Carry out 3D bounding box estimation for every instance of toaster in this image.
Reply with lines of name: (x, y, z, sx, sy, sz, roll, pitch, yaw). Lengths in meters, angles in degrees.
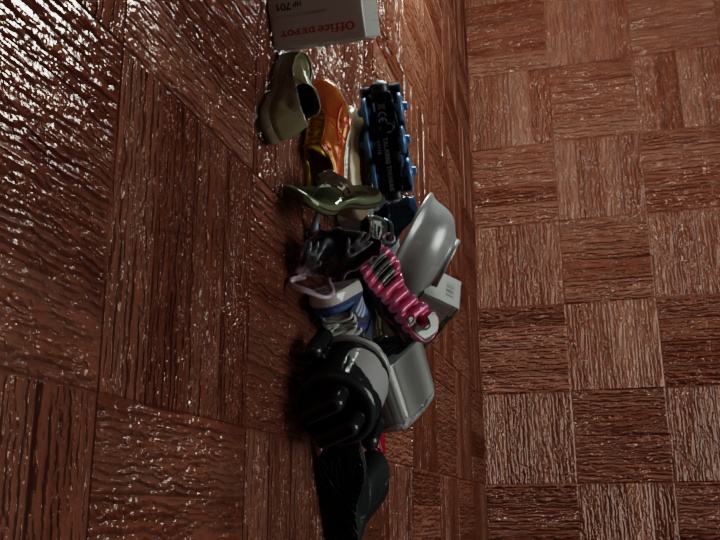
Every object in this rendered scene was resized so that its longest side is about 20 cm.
toaster: (0.049, 0.194, 1.497, 0.200, 0.113, 0.130, -36, 108, -58)

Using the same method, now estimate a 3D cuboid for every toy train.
toy train: (0.044, -0.215, 1.447, 0.114, 0.086, 0.201, -70, 152, -79)

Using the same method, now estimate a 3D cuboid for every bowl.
bowl: (0.119, -0.032, 1.561, 0.202, 0.090, 0.201, -62, 174, -11)

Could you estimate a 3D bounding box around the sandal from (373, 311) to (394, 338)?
sandal: (0.043, 0.115, 1.647, 0.054, 0.080, 0.201, -169, -111, -79)

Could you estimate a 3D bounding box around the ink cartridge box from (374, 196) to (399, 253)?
ink cartridge box: (0.043, -0.125, 1.810, 0.200, 0.047, 0.161, -106, -173, -73)

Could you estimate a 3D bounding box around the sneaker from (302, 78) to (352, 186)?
sneaker: (-0.056, -0.210, 1.367, 0.077, 0.073, 0.201, 16, 67, -64)

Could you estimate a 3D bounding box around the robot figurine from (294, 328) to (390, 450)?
robot figurine: (-0.022, 0.174, 1.263, 0.200, 0.124, 0.151, -58, 158, -66)

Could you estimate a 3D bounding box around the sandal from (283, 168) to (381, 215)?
sandal: (-0.040, -0.124, 1.292, 0.201, 0.080, 0.058, -13, 126, -53)

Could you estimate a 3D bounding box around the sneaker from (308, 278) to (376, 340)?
sneaker: (-0.022, 0.093, 1.372, 0.200, 0.080, 0.147, -29, 108, -81)

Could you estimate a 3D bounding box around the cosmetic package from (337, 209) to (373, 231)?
cosmetic package: (-0.006, -0.161, 1.576, 0.083, 0.050, 0.201, 66, 24, -62)

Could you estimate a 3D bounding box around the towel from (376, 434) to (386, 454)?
towel: (0.017, 0.247, 1.602, 0.200, 0.022, 0.145, 62, 27, -57)

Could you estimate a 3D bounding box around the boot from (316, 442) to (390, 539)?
boot: (-0.007, 0.321, 1.370, 0.168, 0.076, 0.201, -45, 136, -67)

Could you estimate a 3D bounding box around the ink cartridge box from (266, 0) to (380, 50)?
ink cartridge box: (-0.061, -0.429, 1.253, 0.086, 0.146, 0.201, -44, 128, -69)

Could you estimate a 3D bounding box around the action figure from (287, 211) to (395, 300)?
action figure: (-0.028, -0.017, 1.323, 0.200, 0.134, 0.149, 155, -42, -86)

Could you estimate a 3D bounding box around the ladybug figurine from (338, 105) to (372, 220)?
ladybug figurine: (-0.026, -0.181, 1.464, 0.136, 0.072, 0.201, 45, 42, -69)

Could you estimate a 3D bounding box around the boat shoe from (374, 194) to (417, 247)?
boat shoe: (0.040, -0.095, 1.628, 0.200, 0.068, 0.084, 124, -44, -58)

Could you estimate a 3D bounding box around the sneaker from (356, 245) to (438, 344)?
sneaker: (0.042, 0.043, 1.448, 0.079, 0.095, 0.200, -33, 90, -30)

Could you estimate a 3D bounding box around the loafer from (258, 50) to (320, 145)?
loafer: (-0.090, -0.249, 1.241, 0.200, 0.068, 0.076, -80, 160, -44)

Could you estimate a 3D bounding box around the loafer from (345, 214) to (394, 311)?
loafer: (0.000, 0.000, 1.498, 0.063, 0.072, 0.201, 17, 86, -51)

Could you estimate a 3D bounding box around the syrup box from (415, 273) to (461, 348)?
syrup box: (0.111, 0.094, 1.691, 0.200, 0.081, 0.079, -56, -166, 40)
